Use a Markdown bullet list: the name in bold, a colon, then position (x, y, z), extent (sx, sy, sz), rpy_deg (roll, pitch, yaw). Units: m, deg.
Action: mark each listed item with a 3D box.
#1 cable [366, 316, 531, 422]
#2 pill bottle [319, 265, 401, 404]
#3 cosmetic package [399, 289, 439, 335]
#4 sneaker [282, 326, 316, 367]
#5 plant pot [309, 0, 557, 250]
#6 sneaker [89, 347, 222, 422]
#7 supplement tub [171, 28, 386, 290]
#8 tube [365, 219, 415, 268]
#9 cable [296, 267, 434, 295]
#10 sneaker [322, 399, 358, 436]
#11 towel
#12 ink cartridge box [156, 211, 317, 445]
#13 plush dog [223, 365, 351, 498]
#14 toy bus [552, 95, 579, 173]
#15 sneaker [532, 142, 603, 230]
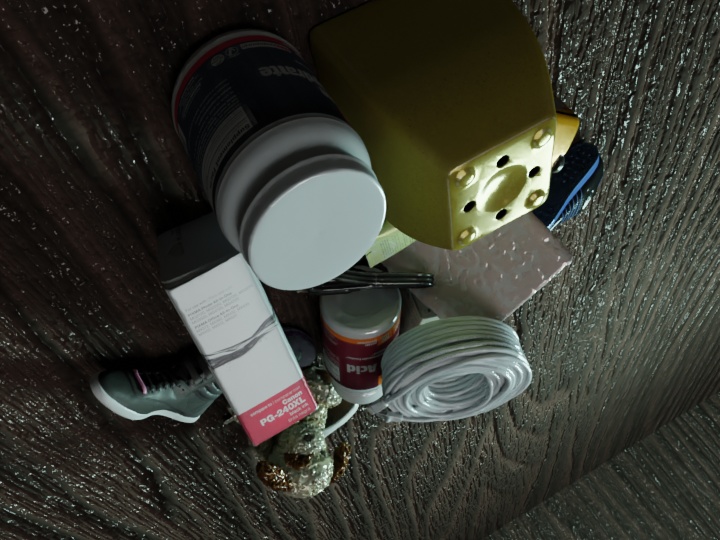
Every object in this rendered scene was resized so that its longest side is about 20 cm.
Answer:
- **cable**: position (0.123, 0.135, 0.870), extent (0.196, 0.071, 0.201), rpy_deg (12, 139, -26)
- **pill bottle**: position (0.000, 0.100, 0.941), extent (0.112, 0.115, 0.202), rpy_deg (-21, 143, -16)
- **cosmetic package**: position (0.101, 0.085, 1.009), extent (0.101, 0.074, 0.202), rpy_deg (-11, 150, -20)
- **sneaker**: position (-0.122, 0.123, 0.893), extent (0.074, 0.088, 0.198), rpy_deg (-44, 144, 17)
- **plant pot**: position (0.089, -0.144, 0.650), extent (0.191, 0.202, 0.197), rpy_deg (-27, 144, -8)
- **sneaker**: position (-0.243, 0.135, 0.831), extent (0.099, 0.071, 0.199), rpy_deg (-42, 150, 9)
- **supplement tub**: position (-0.074, -0.099, 0.570), extent (0.138, 0.202, 0.142), rpy_deg (-21, 144, -16)
- **tube**: position (0.084, -0.077, 0.766), extent (0.198, 0.052, 0.059), rpy_deg (-37, 116, -4)
- **cable**: position (0.000, 0.000, 0.817), extent (0.194, 0.052, 0.097), rpy_deg (-5, 169, -7)
- **sneaker**: position (-0.081, 0.256, 1.107), extent (0.197, 0.074, 0.085), rpy_deg (-30, 150, 13)
- **towel**: position (0.140, -0.025, 0.854), extent (0.191, 0.200, 0.032), rpy_deg (-45, -174, 26)
- **ink cartridge box**: position (-0.132, 0.054, 0.694), extent (0.082, 0.145, 0.204), rpy_deg (-26, 118, -9)
- **plush dog**: position (-0.108, 0.262, 0.992), extent (0.196, 0.173, 0.162), rpy_deg (-1, 133, -38)
- **toy bus**: position (0.203, -0.129, 0.864), extent (0.064, 0.079, 0.202), rpy_deg (-2, 135, -37)
- **sneaker**: position (0.288, -0.092, 0.973), extent (0.200, 0.070, 0.078), rpy_deg (-46, 141, 4)
